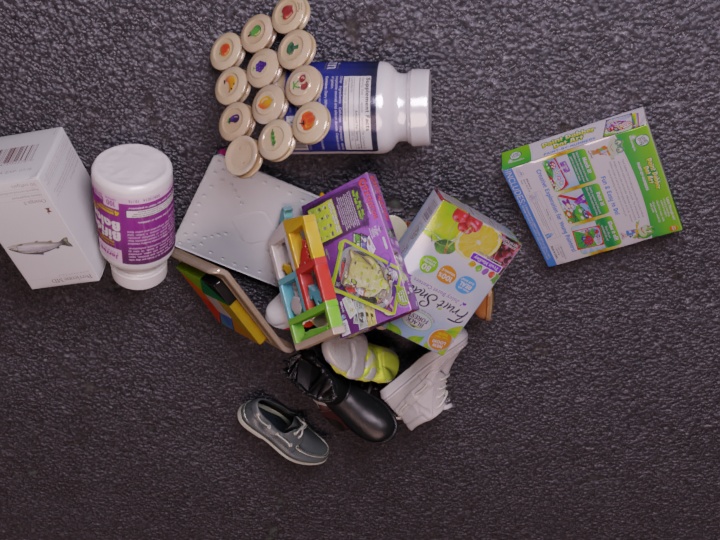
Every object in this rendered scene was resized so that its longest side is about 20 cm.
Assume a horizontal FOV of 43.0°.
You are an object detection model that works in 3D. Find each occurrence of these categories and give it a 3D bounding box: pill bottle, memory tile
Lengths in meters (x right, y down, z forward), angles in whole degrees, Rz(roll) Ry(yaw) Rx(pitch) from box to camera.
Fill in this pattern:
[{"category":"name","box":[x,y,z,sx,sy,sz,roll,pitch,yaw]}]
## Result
[{"category":"pill bottle","box":[-0.011,-0.204,1.149,0.199,0.116,0.116,1,135,6]},{"category":"memory tile","box":[-0.113,-0.221,1.097,0.153,0.201,0.017,-22,159,27]},{"category":"pill bottle","box":[-0.323,-0.071,1.315,0.112,0.112,0.200,7,131,-1]}]

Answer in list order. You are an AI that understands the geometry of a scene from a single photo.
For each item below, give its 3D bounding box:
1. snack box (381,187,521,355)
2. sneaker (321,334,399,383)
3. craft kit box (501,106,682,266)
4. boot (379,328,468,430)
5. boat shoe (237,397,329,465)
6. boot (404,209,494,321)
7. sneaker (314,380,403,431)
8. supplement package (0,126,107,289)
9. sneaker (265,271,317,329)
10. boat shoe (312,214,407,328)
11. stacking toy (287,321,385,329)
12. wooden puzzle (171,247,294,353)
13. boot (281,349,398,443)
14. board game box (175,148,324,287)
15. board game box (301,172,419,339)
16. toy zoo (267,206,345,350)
[{"category":"snack box","box":[0.111,0.005,1.281,0.142,0.053,0.200,27,108,-21]},{"category":"sneaker","box":[-0.025,0.139,1.492,0.105,0.076,0.200,10,166,37]},{"category":"craft kit box","box":[0.320,-0.108,1.258,0.197,0.049,0.200,-14,132,23]},{"category":"boot","box":[0.127,0.184,1.518,0.096,0.074,0.200,50,121,6]},{"category":"boat shoe","box":[-0.132,0.298,1.701,0.200,0.073,0.062,34,134,-18]},{"category":"boot","box":[0.118,-0.001,1.371,0.154,0.074,0.201,-9,121,14]},{"category":"sneaker","box":[0.015,0.249,1.642,0.199,0.076,0.116,9,142,12]},{"category":"supplement package","box":[-0.452,-0.087,1.318,0.116,0.118,0.200,-8,134,11]},{"category":"sneaker","box":[-0.067,0.015,1.392,0.200,0.077,0.081,-31,133,8]},{"category":"boat shoe","box":[-0.002,-0.002,1.322,0.074,0.063,0.202,33,107,-6]},{"category":"stacking toy","box":[-0.050,0.061,1.454,0.199,0.086,0.085,-8,134,23]},{"category":"wooden puzzle","box":[-0.208,0.047,1.401,0.185,0.037,0.200,20,154,52]},{"category":"boot","box":[-0.034,0.206,1.506,0.198,0.073,0.162,40,178,20]},{"category":"board game box","box":[-0.155,-0.072,1.363,0.199,0.026,0.200,22,133,-15]},{"category":"board game box","box":[-0.003,-0.019,1.256,0.120,0.201,0.032,-25,165,33]},{"category":"toy zoo","box":[-0.083,0.005,1.298,0.020,0.201,0.131,-11,172,-30]}]
